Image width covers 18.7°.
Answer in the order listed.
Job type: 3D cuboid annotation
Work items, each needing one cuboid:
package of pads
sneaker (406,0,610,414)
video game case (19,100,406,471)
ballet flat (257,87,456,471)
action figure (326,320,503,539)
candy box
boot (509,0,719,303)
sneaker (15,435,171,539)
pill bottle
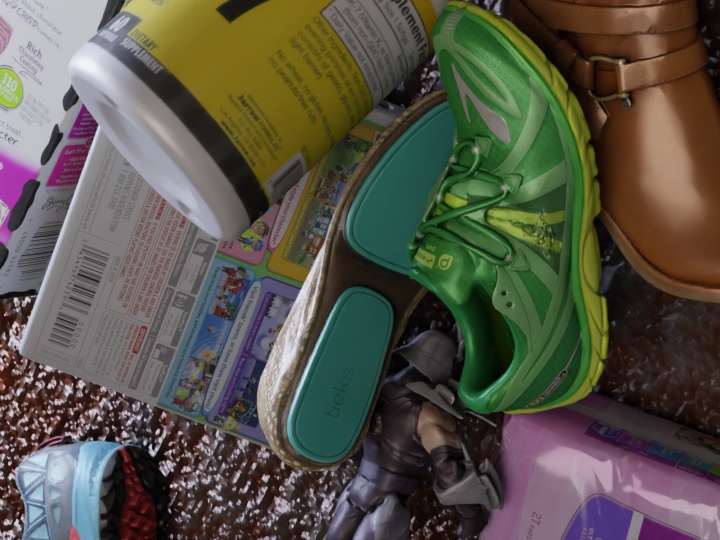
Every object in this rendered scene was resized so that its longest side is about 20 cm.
[{"bbox_3d":[0.153,0.142,1.071,0.199,0.076,0.121,20,114,19],"label":"package of pads"},{"bbox_3d":[0.062,-0.023,0.999,0.074,0.083,0.202,22,128,60],"label":"sneaker"},{"bbox_3d":[-0.060,-0.012,1.123,0.181,0.022,0.201,21,113,-6],"label":"video game case"},{"bbox_3d":[0.000,0.000,1.069,0.070,0.065,0.201,31,81,-23],"label":"ballet flat"},{"bbox_3d":[0.009,0.117,1.088,0.130,0.069,0.201,21,88,63],"label":"action figure"},{"bbox_3d":[-0.186,-0.104,1.159,0.136,0.061,0.201,41,118,24],"label":"candy box"},{"bbox_3d":[0.148,-0.078,1.007,0.199,0.076,0.156,22,122,38],"label":"boot"},{"bbox_3d":[-0.159,0.190,1.237,0.095,0.079,0.202,9,99,32],"label":"sneaker"},{"bbox_3d":[-0.029,-0.120,1.020,0.114,0.114,0.200,44,79,8],"label":"pill bottle"}]
